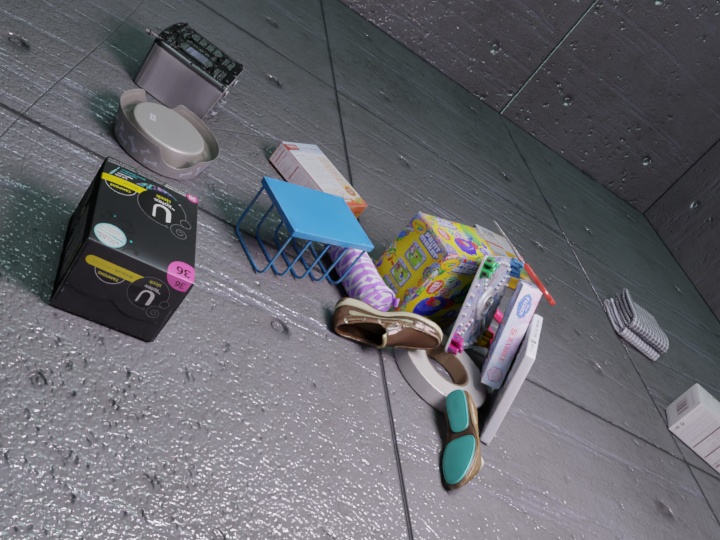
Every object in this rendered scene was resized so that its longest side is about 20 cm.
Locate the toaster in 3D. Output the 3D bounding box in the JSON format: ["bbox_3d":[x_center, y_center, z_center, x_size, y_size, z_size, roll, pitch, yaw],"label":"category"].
[{"bbox_3d":[-0.362,-0.420,1.651,0.200,0.119,0.181,35,26,-13],"label":"toaster"}]

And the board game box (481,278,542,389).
[{"bbox_3d":[0.295,0.120,1.552,0.041,0.200,0.200,23,7,7],"label":"board game box"}]

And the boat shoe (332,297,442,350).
[{"bbox_3d":[0.046,0.114,1.402,0.201,0.075,0.075,13,37,0],"label":"boat shoe"}]

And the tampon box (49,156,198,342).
[{"bbox_3d":[-0.321,-0.032,1.094,0.149,0.126,0.200,25,30,-28],"label":"tampon box"}]

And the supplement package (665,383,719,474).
[{"bbox_3d":[0.926,0.422,2.083,0.200,0.117,0.117,41,25,-1],"label":"supplement package"}]

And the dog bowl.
[{"bbox_3d":[-0.361,-0.247,1.453,0.200,0.059,0.200,32,27,-18],"label":"dog bowl"}]

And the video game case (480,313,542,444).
[{"bbox_3d":[0.283,0.199,1.473,0.024,0.201,0.182,25,25,7],"label":"video game case"}]

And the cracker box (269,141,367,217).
[{"bbox_3d":[-0.092,-0.194,1.734,0.200,0.058,0.134,51,27,18],"label":"cracker box"}]

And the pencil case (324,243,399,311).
[{"bbox_3d":[0.000,0.000,1.524,0.085,0.084,0.200,-15,54,-19],"label":"pencil case"}]

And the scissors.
[{"bbox_3d":[0.327,-0.013,1.577,0.200,0.014,0.073,56,12,15],"label":"scissors"}]

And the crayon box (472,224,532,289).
[{"bbox_3d":[0.369,-0.025,2.100,0.125,0.052,0.200,21,32,-35],"label":"crayon box"}]

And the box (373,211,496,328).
[{"bbox_3d":[0.148,0.004,1.597,0.199,0.193,0.122,10,39,-46],"label":"box"}]

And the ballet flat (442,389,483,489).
[{"bbox_3d":[0.178,0.295,1.335,0.072,0.068,0.200,50,26,-31],"label":"ballet flat"}]

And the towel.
[{"bbox_3d":[0.852,0.162,2.423,0.165,0.086,0.200,34,27,-16],"label":"towel"}]

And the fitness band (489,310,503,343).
[{"bbox_3d":[0.319,0.138,1.798,0.143,0.037,0.200,16,34,-40],"label":"fitness band"}]

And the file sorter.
[{"bbox_3d":[-0.105,-0.064,1.440,0.199,0.123,0.139,9,40,-46],"label":"file sorter"}]

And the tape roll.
[{"bbox_3d":[0.153,0.189,1.495,0.202,0.037,0.203,32,27,-18],"label":"tape roll"}]

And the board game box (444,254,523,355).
[{"bbox_3d":[0.249,0.068,1.550,0.026,0.201,0.200,27,12,26],"label":"board game box"}]
